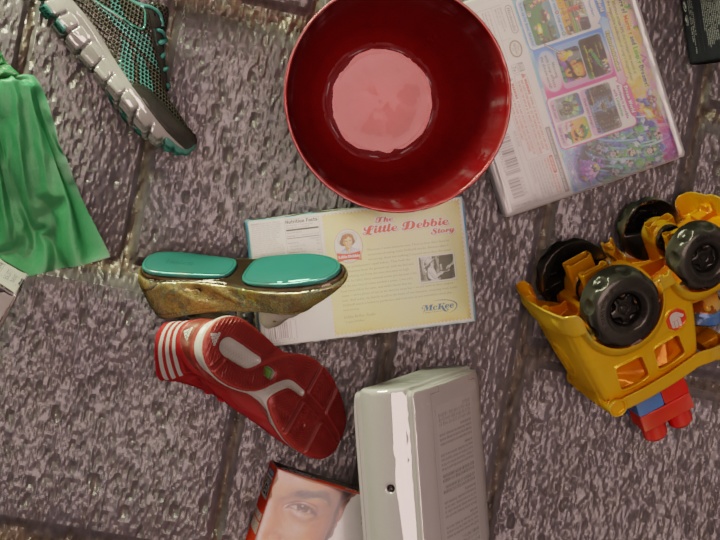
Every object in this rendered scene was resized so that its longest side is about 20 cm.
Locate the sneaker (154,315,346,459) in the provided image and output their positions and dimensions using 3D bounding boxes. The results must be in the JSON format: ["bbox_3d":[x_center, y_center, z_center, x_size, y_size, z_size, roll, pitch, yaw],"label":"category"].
[{"bbox_3d":[-0.104,0.096,1.698,0.200,0.115,0.079,48,64,-37],"label":"sneaker"}]

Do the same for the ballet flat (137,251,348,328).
[{"bbox_3d":[-0.100,0.020,1.663,0.199,0.071,0.071,2,93,20],"label":"ballet flat"}]

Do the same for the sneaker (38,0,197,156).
[{"bbox_3d":[-0.197,-0.193,1.664,0.091,0.078,0.200,-38,99,-9],"label":"sneaker"}]

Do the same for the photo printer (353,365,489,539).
[{"bbox_3d":[0.057,0.193,1.677,0.069,0.166,0.201,-3,94,25],"label":"photo printer"}]

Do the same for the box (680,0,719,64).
[{"bbox_3d":[0.407,-0.255,1.687,0.196,0.200,0.118,-9,94,-7],"label":"box"}]

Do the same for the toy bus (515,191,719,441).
[{"bbox_3d":[0.271,0.049,1.724,0.200,0.136,0.192,-30,110,-9],"label":"toy bus"}]

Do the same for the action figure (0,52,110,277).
[{"bbox_3d":[-0.299,-0.096,1.661,0.118,0.055,0.201,-13,98,-6],"label":"action figure"}]

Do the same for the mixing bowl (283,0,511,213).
[{"bbox_3d":[0.024,-0.151,1.680,0.199,0.108,0.201,0,92,-9],"label":"mixing bowl"}]

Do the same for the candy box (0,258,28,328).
[{"bbox_3d":[-0.414,0.032,1.624,0.200,0.072,0.168,30,102,-9],"label":"candy box"}]

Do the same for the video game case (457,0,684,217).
[{"bbox_3d":[0.186,-0.172,1.747,0.181,0.024,0.201,-19,94,-8],"label":"video game case"}]

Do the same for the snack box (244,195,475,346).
[{"bbox_3d":[0.000,0.000,1.719,0.199,0.037,0.117,-7,94,-8],"label":"snack box"}]

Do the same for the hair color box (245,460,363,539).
[{"bbox_3d":[-0.058,0.285,1.711,0.111,0.064,0.201,17,89,-8],"label":"hair color box"}]
